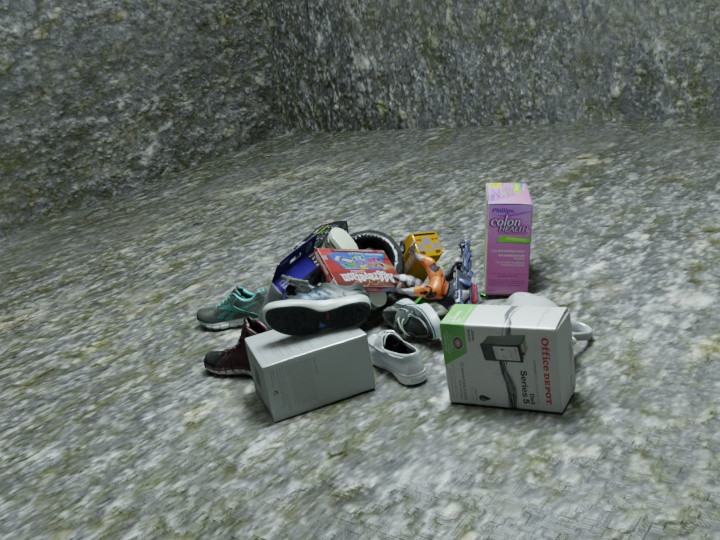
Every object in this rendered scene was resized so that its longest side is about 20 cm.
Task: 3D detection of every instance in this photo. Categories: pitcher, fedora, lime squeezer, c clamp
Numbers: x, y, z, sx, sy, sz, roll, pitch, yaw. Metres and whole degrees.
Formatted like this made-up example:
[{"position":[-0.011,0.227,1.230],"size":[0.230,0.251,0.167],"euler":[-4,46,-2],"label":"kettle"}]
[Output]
[{"position":[0.332,0.107,1.481],"size":[0.168,0.124,0.200],"euler":[10,11,10],"label":"pitcher"},{"position":[0.008,0.013,1.861],"size":[0.196,0.205,0.092],"euler":[-5,-26,11],"label":"fedora"},{"position":[0.174,0.054,1.810],"size":[0.195,0.039,0.071],"euler":[-11,19,-6],"label":"lime squeezer"},{"position":[-0.076,0.049,1.630],"size":[0.198,0.028,0.170],"euler":[25,-5,-35],"label":"c clamp"}]

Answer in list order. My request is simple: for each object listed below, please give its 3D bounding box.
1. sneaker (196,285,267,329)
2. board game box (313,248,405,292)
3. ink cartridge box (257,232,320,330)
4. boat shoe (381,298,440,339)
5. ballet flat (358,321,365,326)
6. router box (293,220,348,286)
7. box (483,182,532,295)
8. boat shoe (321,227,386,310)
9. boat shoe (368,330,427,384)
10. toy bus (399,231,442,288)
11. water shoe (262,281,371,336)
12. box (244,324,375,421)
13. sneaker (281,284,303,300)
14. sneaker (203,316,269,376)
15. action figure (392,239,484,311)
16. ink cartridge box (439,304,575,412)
[{"position":[-0.283,0.078,1.885],"size":[0.195,0.093,0.078],"euler":[-4,18,16],"label":"sneaker"},{"position":[0.000,0.000,1.723],"size":[0.197,0.020,0.104],"euler":[0,51,-46],"label":"board game box"},{"position":[-0.147,0.042,1.776],"size":[0.040,0.203,0.200],"euler":[28,30,11],"label":"ink cartridge box"},{"position":[0.102,0.107,1.667],"size":[0.070,0.073,0.199],"euler":[-25,12,-16],"label":"boat shoe"},{"position":[-0.064,0.113,1.727],"size":[0.198,0.068,0.063],"euler":[-25,-6,-44],"label":"ballet flat"},{"position":[-0.081,-0.015,1.961],"size":[0.061,0.153,0.200],"euler":[-1,20,22],"label":"router box"},{"position":[0.321,-0.072,1.829],"size":[0.094,0.205,0.176],"euler":[1,19,7],"label":"box"},{"position":[-0.015,0.005,1.783],"size":[0.071,0.204,0.060],"euler":[-10,-29,-49],"label":"boat shoe"},{"position":[0.058,0.147,1.548],"size":[0.070,0.070,0.200],"euler":[-15,19,-15],"label":"boat shoe"},{"position":[0.116,-0.014,1.864],"size":[0.064,0.080,0.201],"euler":[-7,-28,-22],"label":"toy bus"},{"position":[-0.080,0.066,1.500],"size":[0.195,0.073,0.080],"euler":[-3,34,-10],"label":"water shoe"},{"position":[-0.092,0.167,1.508],"size":[0.196,0.109,0.152],"euler":[-16,19,-16],"label":"box"},{"position":[-0.123,0.089,1.711],"size":[0.074,0.079,0.200],"euler":[30,-9,17],"label":"sneaker"},{"position":[-0.232,0.143,1.633],"size":[0.196,0.118,0.075],"euler":[2,21,30],"label":"sneaker"},{"position":[0.173,0.018,1.737],"size":[0.105,0.191,0.202],"euler":[-48,18,45],"label":"action figure"},{"position":[0.240,0.139,1.357],"size":[0.196,0.149,0.084],"euler":[1,21,29],"label":"ink cartridge box"}]
